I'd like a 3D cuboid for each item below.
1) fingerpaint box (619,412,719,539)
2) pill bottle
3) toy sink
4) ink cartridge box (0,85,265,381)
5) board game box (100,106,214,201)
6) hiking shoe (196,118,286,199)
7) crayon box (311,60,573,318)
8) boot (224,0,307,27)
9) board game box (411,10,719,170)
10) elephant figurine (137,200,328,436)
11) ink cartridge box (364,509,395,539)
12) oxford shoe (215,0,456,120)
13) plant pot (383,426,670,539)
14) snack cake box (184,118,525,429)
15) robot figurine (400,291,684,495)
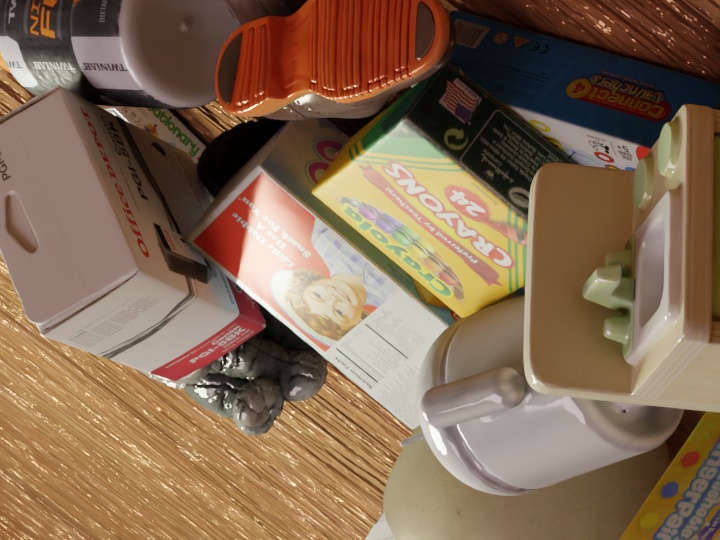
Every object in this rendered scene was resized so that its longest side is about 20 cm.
[{"bbox_3d":[0.253,0.166,1.653,0.073,0.200,0.167,14,150,45],"label":"fingerpaint box"},{"bbox_3d":[-0.168,-0.160,1.755,0.200,0.106,0.106,6,143,51],"label":"pill bottle"},{"bbox_3d":[0.195,-0.004,1.387,0.200,0.130,0.112,7,159,-8],"label":"toy sink"},{"bbox_3d":[-0.159,-0.021,1.765,0.147,0.083,0.200,65,-166,19],"label":"ink cartridge box"},{"bbox_3d":[-0.178,-0.081,2.020,0.126,0.035,0.200,45,156,-22],"label":"board game box"},{"bbox_3d":[-0.025,-0.037,1.828,0.200,0.076,0.101,20,149,34],"label":"hiking shoe"},{"bbox_3d":[0.051,-0.040,1.593,0.127,0.051,0.200,39,158,-7],"label":"crayon box"},{"bbox_3d":[-0.023,-0.175,1.579,0.186,0.064,0.200,21,156,34],"label":"boot"},{"bbox_3d":[0.147,-0.048,1.579,0.200,0.056,0.196,20,152,36],"label":"board game box"},{"bbox_3d":[-0.120,0.018,1.982,0.200,0.155,0.142,41,-165,-33],"label":"elephant figurine"},{"bbox_3d":[0.065,0.201,2.001,0.086,0.200,0.146,38,158,-8],"label":"ink cartridge box"},{"bbox_3d":[-0.001,-0.124,1.545,0.073,0.071,0.200,10,172,-36],"label":"oxford shoe"},{"bbox_3d":[0.128,0.125,1.819,0.200,0.200,0.135,28,121,20],"label":"plant pot"},{"bbox_3d":[0.000,0.000,1.730,0.200,0.067,0.115,40,144,-7],"label":"snack cake box"},{"bbox_3d":[0.113,0.067,1.592,0.200,0.170,0.113,-24,75,42],"label":"robot figurine"}]
